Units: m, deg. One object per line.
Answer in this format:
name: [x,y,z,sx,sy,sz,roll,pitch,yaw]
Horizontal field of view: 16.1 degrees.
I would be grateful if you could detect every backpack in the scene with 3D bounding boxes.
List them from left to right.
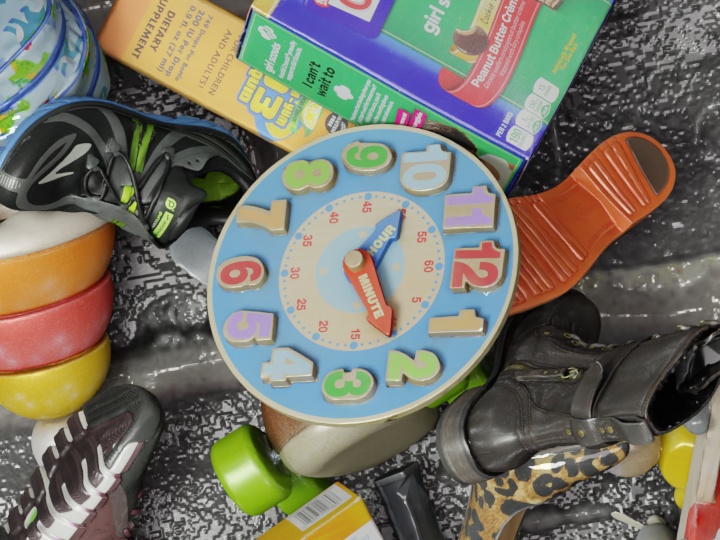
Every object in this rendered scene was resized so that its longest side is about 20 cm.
backpack: [-0.254,-0.148,1.623,0.163,0.154,0.200,-41,79,-15]

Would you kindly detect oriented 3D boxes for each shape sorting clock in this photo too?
shape sorting clock: [0.000,0.000,1.552,0.200,0.039,0.200,-6,64,12]

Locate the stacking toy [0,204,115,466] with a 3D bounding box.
stacking toy: [-0.211,0.046,1.665,0.146,0.146,0.200,-10,107,2]

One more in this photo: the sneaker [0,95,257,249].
sneaker: [-0.140,-0.058,1.583,0.083,0.199,0.071,49,124,38]

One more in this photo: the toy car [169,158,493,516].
toy car: [-0.037,0.032,1.638,0.164,0.158,0.200,-32,77,11]

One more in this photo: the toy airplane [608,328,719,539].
toy airplane: [0.208,0.135,1.598,0.141,0.199,0.200,20,90,16]

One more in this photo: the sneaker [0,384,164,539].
sneaker: [-0.159,0.163,1.654,0.115,0.076,0.200,25,118,-30]

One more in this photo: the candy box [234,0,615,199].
candy box: [0.046,-0.164,1.633,0.200,0.077,0.169,28,61,3]

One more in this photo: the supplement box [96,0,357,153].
supplement box: [-0.071,-0.127,1.674,0.200,0.069,0.067,27,92,-1]

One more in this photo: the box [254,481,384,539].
box: [-0.013,0.249,1.634,0.119,0.041,0.200,-34,118,-15]

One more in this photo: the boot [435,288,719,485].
boot: [0.152,0.061,1.525,0.174,0.200,0.069,-17,112,38]

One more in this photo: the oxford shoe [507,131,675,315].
oxford shoe: [0.116,-0.014,1.626,0.200,0.073,0.071,-30,80,-27]

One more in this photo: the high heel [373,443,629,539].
high heel: [0.110,0.176,1.626,0.200,0.071,0.143,-18,95,39]
